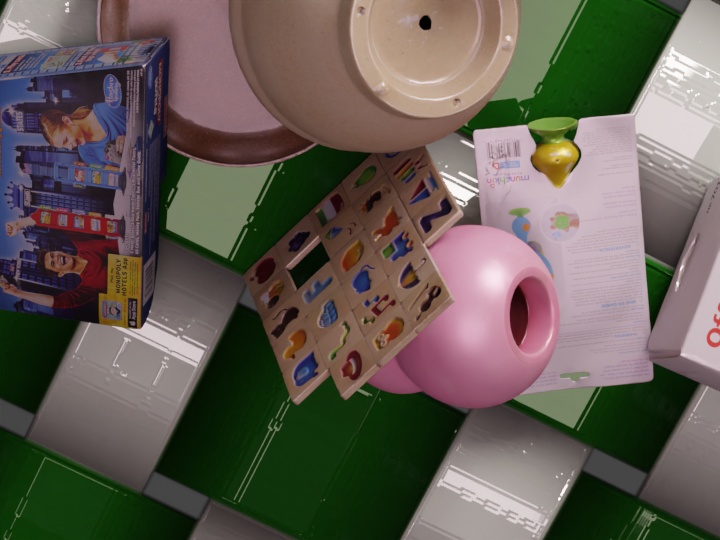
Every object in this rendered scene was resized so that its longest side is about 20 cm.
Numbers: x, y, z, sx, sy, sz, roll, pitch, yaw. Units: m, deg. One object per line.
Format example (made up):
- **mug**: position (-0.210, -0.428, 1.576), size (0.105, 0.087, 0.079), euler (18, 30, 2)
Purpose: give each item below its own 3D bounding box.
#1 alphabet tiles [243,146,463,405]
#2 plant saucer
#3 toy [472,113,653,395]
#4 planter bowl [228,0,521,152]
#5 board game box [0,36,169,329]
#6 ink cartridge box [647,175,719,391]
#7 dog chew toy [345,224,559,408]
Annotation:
- **alphabet tiles**: position (0.000, 0.000, 1.480), size (0.167, 0.200, 0.008), euler (-42, 123, 11)
- **plant saucer**: position (-0.085, -0.174, 1.512), size (0.198, 0.032, 0.202), euler (0, 107, -1)
- **toy**: position (0.145, -0.015, 1.551), size (0.114, 0.047, 0.202), euler (-6, 112, 3)
- **planter bowl**: position (0.025, -0.168, 1.431), size (0.198, 0.135, 0.202), euler (-5, 105, -20)
- **board game box**: position (-0.238, -0.073, 1.514), size (0.198, 0.062, 0.202), euler (9, 116, 9)
- **ink cartridge box**: position (0.325, 0.033, 1.529), size (0.198, 0.086, 0.148), euler (23, 85, -8)
- **dog chew toy**: position (0.040, 0.033, 1.510), size (0.199, 0.124, 0.126), euler (-2, 111, 40)
